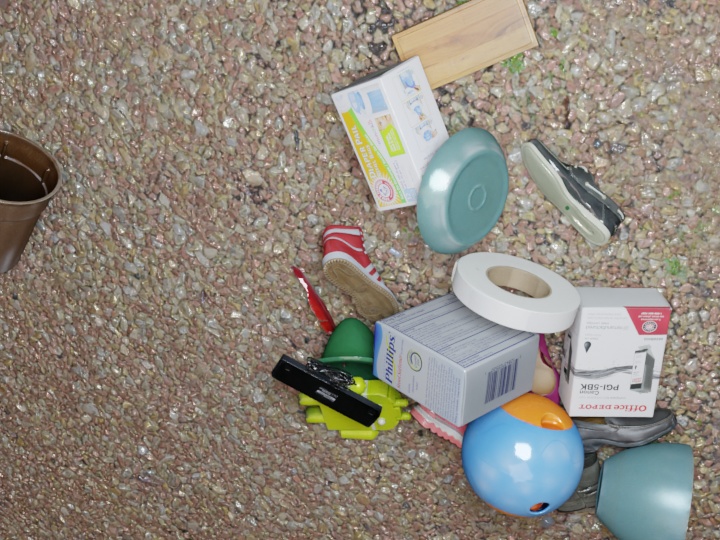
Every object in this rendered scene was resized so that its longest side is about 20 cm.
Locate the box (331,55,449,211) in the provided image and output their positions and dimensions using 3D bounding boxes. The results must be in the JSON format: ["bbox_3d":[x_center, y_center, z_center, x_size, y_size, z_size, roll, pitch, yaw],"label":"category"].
[{"bbox_3d":[0.059,-0.206,1.288,0.112,0.101,0.201,-7,113,46],"label":"box"}]

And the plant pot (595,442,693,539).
[{"bbox_3d":[0.469,0.379,1.406,0.134,0.200,0.202,9,114,14],"label":"plant pot"}]

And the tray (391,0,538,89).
[{"bbox_3d":[0.157,-0.348,1.264,0.199,0.037,0.099,-20,107,18],"label":"tray"}]

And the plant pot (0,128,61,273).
[{"bbox_3d":[-0.650,-0.110,1.465,0.199,0.201,0.199,32,122,-2],"label":"plant pot"}]

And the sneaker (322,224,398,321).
[{"bbox_3d":[0.000,0.000,1.434,0.071,0.113,0.200,-26,134,18],"label":"sneaker"}]

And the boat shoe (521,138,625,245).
[{"bbox_3d":[0.329,-0.132,1.308,0.068,0.072,0.200,-44,91,-12],"label":"boat shoe"}]

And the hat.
[{"bbox_3d":[-0.011,0.098,1.491,0.164,0.178,0.200,-10,153,26],"label":"hat"}]

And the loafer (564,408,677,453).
[{"bbox_3d":[0.434,0.260,1.432,0.198,0.073,0.073,-15,103,17],"label":"loafer"}]

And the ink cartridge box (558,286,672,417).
[{"bbox_3d":[0.411,0.135,1.366,0.145,0.083,0.202,0,113,0],"label":"ink cartridge box"}]

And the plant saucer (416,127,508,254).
[{"bbox_3d":[0.167,-0.115,1.277,0.036,0.199,0.202,26,122,42],"label":"plant saucer"}]

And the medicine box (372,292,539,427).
[{"bbox_3d":[0.150,0.135,1.341,0.199,0.181,0.104,26,123,42],"label":"medicine box"}]

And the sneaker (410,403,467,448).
[{"bbox_3d":[0.190,0.274,1.493,0.199,0.074,0.087,31,89,-11],"label":"sneaker"}]

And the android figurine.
[{"bbox_3d":[-0.008,0.247,1.513,0.198,0.041,0.183,1,139,10],"label":"android figurine"}]

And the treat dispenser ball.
[{"bbox_3d":[0.265,0.302,1.381,0.199,0.201,0.203,4,113,11],"label":"treat dispenser ball"}]

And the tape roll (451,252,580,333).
[{"bbox_3d":[0.242,0.031,1.310,0.201,0.203,0.037,16,115,6],"label":"tape roll"}]

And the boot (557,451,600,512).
[{"bbox_3d":[0.344,0.387,1.510,0.198,0.068,0.132,-12,114,19],"label":"boot"}]

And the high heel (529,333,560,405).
[{"bbox_3d":[0.296,0.173,1.412,0.067,0.096,0.201,-16,108,18],"label":"high heel"}]

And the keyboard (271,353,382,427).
[{"bbox_3d":[-0.048,0.193,1.427,0.199,0.040,0.104,29,142,-8],"label":"keyboard"}]
